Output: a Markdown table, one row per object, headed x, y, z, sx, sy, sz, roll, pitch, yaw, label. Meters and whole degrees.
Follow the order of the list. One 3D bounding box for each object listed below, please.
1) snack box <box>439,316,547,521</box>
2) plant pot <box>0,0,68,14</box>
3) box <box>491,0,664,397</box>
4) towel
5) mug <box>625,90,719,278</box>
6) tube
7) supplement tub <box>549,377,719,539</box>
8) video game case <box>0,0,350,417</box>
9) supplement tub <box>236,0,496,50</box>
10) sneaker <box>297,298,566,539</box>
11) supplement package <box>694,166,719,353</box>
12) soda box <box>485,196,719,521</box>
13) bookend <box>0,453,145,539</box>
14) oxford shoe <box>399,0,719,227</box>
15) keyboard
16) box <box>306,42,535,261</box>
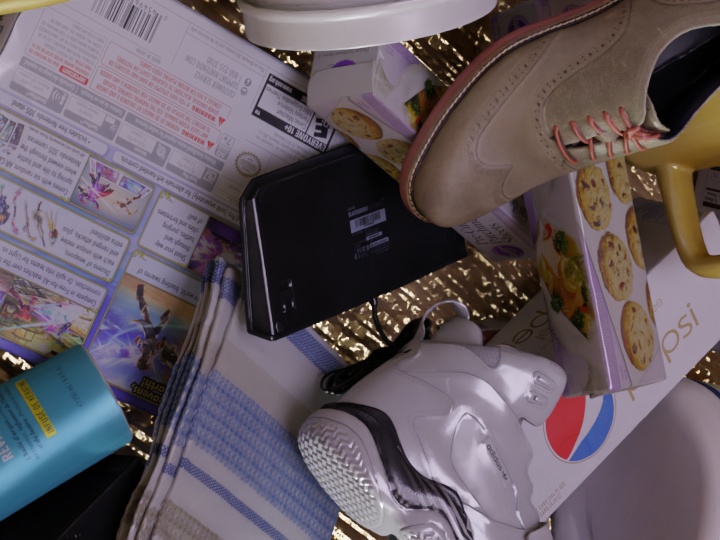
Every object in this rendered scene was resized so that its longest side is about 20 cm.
| x | y | z | sx | sy | sz | roll | pitch | yaw | label |
| --- | --- | --- | --- | --- | --- | --- | --- | --- | --- |
| 0.071 | 0.127 | 1.293 | 0.072 | 0.024 | 0.201 | -4 | 103 | -35 | snack box |
| -0.167 | -0.206 | 0.958 | 0.200 | 0.195 | 0.195 | -30 | 117 | -15 | plant pot |
| 0.110 | -0.037 | 1.187 | 0.041 | 0.039 | 0.201 | -8 | 87 | -36 | box |
| -0.059 | 0.111 | 1.113 | 0.147 | 0.024 | 0.201 | 44 | 56 | -48 | towel |
| 0.183 | -0.108 | 1.214 | 0.149 | 0.153 | 0.187 | 47 | 43 | -27 | mug |
| -0.200 | 0.103 | 1.051 | 0.199 | 0.078 | 0.050 | -30 | 147 | -12 | tube |
| 0.223 | 0.142 | 1.328 | 0.199 | 0.145 | 0.146 | 12 | 94 | -36 | supplement tub |
| -0.115 | -0.038 | 1.112 | 0.200 | 0.045 | 0.182 | 28 | 84 | -37 | video game case |
| -0.007 | -0.214 | 1.085 | 0.145 | 0.145 | 0.201 | -18 | 111 | -30 | supplement tub |
| 0.071 | 0.110 | 1.144 | 0.200 | 0.075 | 0.115 | 46 | 70 | -12 | sneaker |
| 0.273 | -0.041 | 1.336 | 0.121 | 0.120 | 0.201 | 7 | 97 | -37 | supplement package |
| 0.119 | 0.050 | 1.256 | 0.200 | 0.064 | 0.068 | -43 | 120 | -21 | soda box |
| -0.154 | 0.220 | 1.081 | 0.199 | 0.092 | 0.201 | -47 | 125 | -41 | bookend |
| 0.107 | -0.080 | 1.107 | 0.200 | 0.075 | 0.070 | -39 | 133 | 8 | oxford shoe |
| 0.000 | 0.000 | 1.166 | 0.200 | 0.021 | 0.128 | -21 | 106 | -57 | keyboard |
| 0.041 | -0.060 | 1.181 | 0.200 | 0.041 | 0.039 | 38 | 55 | -52 | box |
